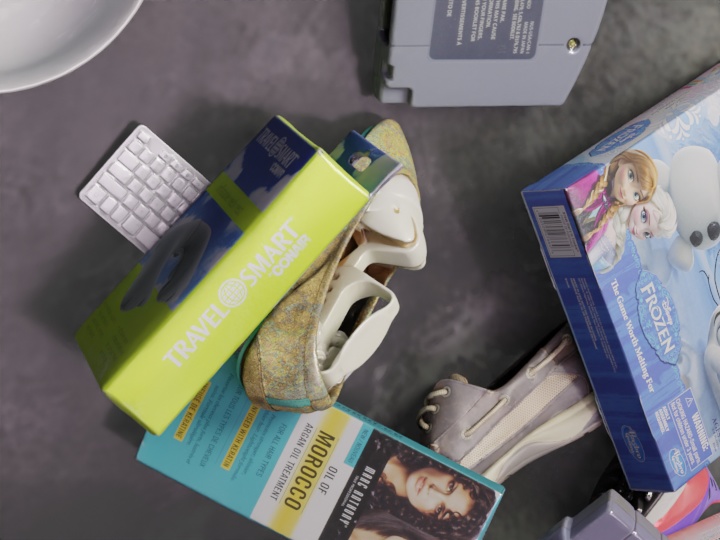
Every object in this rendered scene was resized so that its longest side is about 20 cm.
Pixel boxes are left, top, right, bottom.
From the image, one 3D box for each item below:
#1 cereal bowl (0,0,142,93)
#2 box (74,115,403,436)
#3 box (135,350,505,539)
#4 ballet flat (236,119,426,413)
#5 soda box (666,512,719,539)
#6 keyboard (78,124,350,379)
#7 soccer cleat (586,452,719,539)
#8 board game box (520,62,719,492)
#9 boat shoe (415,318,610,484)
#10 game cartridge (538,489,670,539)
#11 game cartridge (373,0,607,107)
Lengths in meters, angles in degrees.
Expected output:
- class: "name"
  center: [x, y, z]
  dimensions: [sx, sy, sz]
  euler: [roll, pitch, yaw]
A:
- class: "cereal bowl"
  center: [-0.211, -0.196, 1.350]
  dimensions: [0.200, 0.083, 0.200]
  euler: [-4, 102, -18]
- class: "box"
  center: [-0.071, -0.008, 1.401]
  dimensions: [0.048, 0.122, 0.200]
  euler: [42, 90, -19]
- class: "box"
  center: [-0.023, 0.118, 1.447]
  dimensions: [0.200, 0.049, 0.082]
  euler: [26, 91, 5]
- class: "ballet flat"
  center: [0.000, 0.000, 1.430]
  dimensions: [0.071, 0.071, 0.200]
  euler: [41, 60, -21]
- class: "soda box"
  center: [0.223, 0.196, 1.538]
  dimensions: [0.200, 0.064, 0.069]
  euler: [-18, 126, -35]
- class: "keyboard"
  center: [-0.074, -0.002, 1.471]
  dimensions: [0.200, 0.011, 0.056]
  euler: [41, 86, -20]
- class: "soccer cleat"
  center: [0.149, 0.195, 1.557]
  dimensions: [0.073, 0.068, 0.200]
  euler: [37, 90, -38]
- class: "board game box"
  center: [0.207, -0.002, 1.511]
  dimensions: [0.199, 0.043, 0.200]
  euler: [-34, 110, -35]
- class: "boat shoe"
  center: [0.067, 0.096, 1.512]
  dimensions: [0.200, 0.074, 0.073]
  euler: [-31, 91, -13]
- class: "game cartridge"
  center: [0.115, 0.225, 1.448]
  dimensions: [0.130, 0.038, 0.200]
  euler: [40, 116, -17]
- class: "game cartridge"
  center: [0.082, -0.189, 1.442]
  dimensions: [0.133, 0.042, 0.200]
  euler: [-3, 121, -18]
